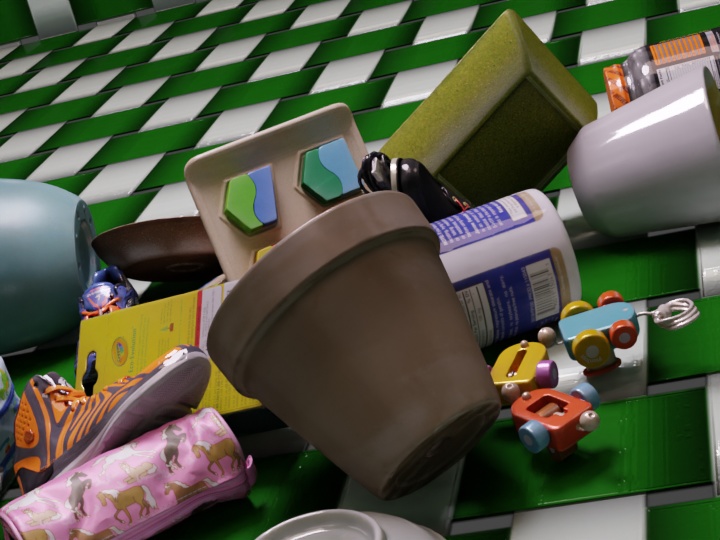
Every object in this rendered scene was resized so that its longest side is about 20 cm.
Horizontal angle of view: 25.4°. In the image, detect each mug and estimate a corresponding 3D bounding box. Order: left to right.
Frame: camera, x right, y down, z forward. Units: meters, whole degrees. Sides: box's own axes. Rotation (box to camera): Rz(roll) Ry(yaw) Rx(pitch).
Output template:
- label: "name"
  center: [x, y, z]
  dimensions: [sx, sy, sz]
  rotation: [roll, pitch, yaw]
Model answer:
- label: "mug"
  center: [0.294, -0.093, 1.570]
  dimensions: [0.152, 0.187, 0.151]
  rotation: [-18, 51, 19]

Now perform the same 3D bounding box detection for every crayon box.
- label: "crayon box"
  center: [-0.153, 0.085, 1.376]
  dimensions: [0.198, 0.051, 0.128]
  rotation: [-13, 59, 24]

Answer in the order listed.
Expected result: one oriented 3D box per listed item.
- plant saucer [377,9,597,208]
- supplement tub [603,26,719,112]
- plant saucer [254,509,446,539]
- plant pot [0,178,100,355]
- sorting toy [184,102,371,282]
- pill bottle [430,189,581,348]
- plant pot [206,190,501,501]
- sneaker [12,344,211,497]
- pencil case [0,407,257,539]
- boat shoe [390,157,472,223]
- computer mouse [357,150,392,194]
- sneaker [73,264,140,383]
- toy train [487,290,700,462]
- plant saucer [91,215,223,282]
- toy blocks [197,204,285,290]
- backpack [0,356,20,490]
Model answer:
- label: "plant saucer"
  center: [0.139, -0.124, 1.580]
  dimensions: [0.200, 0.199, 0.048]
  rotation: [-47, 48, 6]
- label: "supplement tub"
  center: [0.373, -0.198, 1.749]
  dimensions: [0.198, 0.124, 0.123]
  rotation: [-13, 20, 8]
- label: "plant saucer"
  center: [-0.030, 0.213, 1.095]
  dimensions: [0.198, 0.051, 0.200]
  rotation: [-15, 21, 6]
- label: "plant pot"
  center: [-0.370, -0.006, 1.729]
  dimensions: [0.159, 0.203, 0.201]
  rotation: [-6, 21, 3]
- label: "sorting toy"
  center: [-0.055, -0.045, 1.569]
  dimensions: [0.184, 0.202, 0.036]
  rotation: [-22, -2, -16]
- label: "pill bottle"
  center: [0.084, 0.014, 1.422]
  dimensions: [0.198, 0.121, 0.120]
  rotation: [-19, 20, -8]
- label: "plant pot"
  center: [0.012, 0.070, 1.213]
  dimensions: [0.199, 0.201, 0.174]
  rotation: [-27, 66, -28]
- label: "sneaker"
  center: [-0.218, 0.109, 1.318]
  dimensions: [0.200, 0.078, 0.112]
  rotation: [-42, 57, 7]
- label: "pencil case"
  center: [-0.180, 0.180, 1.248]
  dimensions: [0.199, 0.087, 0.083]
  rotation: [-27, -9, -26]
- label: "boat shoe"
  center: [0.080, -0.048, 1.503]
  dimensions: [0.062, 0.202, 0.074]
  rotation: [-8, 59, 21]
- label: "computer mouse"
  center: [0.000, 0.000, 1.501]
  dimensions: [0.052, 0.139, 0.201]
  rotation: [28, 77, 36]
- label: "sneaker"
  center: [-0.264, 0.055, 1.637]
  dimensions: [0.075, 0.079, 0.200]
  rotation: [-17, 20, -1]
- label: "toy train"
  center: [0.176, 0.088, 1.262]
  dimensions: [0.199, 0.056, 0.150]
  rotation: [-33, 27, -31]
- label: "plant saucer"
  center: [-0.191, -0.019, 1.734]
  dimensions: [0.198, 0.037, 0.200]
  rotation: [-5, -11, -1]
- label: "toy blocks"
  center: [-0.086, -0.006, 1.650]
  dimensions: [0.199, 0.100, 0.137]
  rotation: [-36, 6, -14]
- label: "backpack"
  center: [-0.384, 0.153, 1.415]
  dimensions: [0.162, 0.154, 0.201]
  rotation: [-7, 44, 29]
